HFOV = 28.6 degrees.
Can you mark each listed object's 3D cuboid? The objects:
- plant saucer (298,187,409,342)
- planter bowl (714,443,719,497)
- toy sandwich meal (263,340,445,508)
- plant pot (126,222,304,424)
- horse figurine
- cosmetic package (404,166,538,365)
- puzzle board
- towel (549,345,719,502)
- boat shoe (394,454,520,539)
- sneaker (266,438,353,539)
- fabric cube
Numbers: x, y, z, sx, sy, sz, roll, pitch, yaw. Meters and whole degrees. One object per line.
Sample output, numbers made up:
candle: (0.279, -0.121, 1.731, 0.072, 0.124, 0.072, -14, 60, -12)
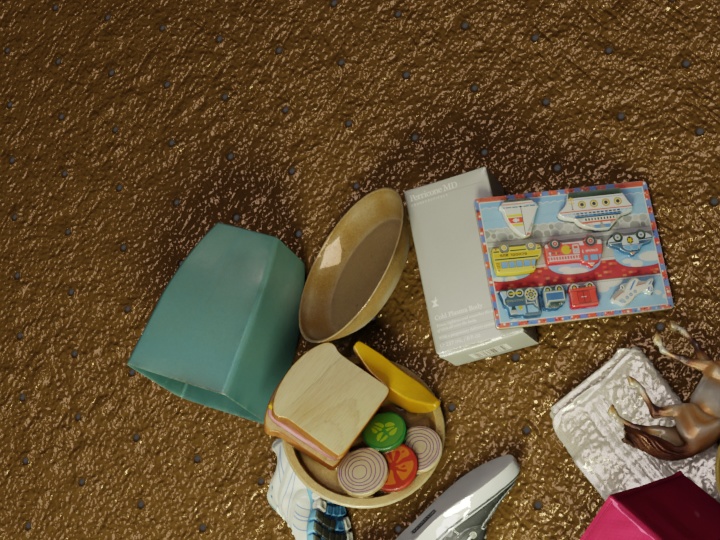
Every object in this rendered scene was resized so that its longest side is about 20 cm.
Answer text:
plant saucer: (0.000, 0.000, 1.633, 0.200, 0.035, 0.201, -45, 28, 32)
planter bowl: (0.449, 0.220, 1.384, 0.199, 0.084, 0.201, -7, 49, 8)
toy sandwich meal: (-0.002, 0.166, 1.579, 0.204, 0.070, 0.206, 0, 59, 0)
plant pot: (-0.153, 0.057, 1.678, 0.141, 0.141, 0.201, 13, 75, 25)
horse figurine: (0.343, 0.131, 1.462, 0.132, 0.050, 0.200, 32, 60, 18)
cosmetic package: (0.125, -0.004, 1.598, 0.106, 0.090, 0.201, -18, 73, 16)
puzzle board: (0.232, -0.019, 1.545, 0.199, 0.017, 0.152, -6, 72, -8)
towel: (0.301, 0.189, 1.501, 0.132, 0.034, 0.200, -42, 65, 9)
boat shoe: (0.106, 0.285, 1.544, 0.200, 0.072, 0.068, -42, 99, -7)
sneaker: (-0.064, 0.274, 1.619, 0.086, 0.075, 0.201, -23, 55, 26)
fabric cube: (0.298, 0.337, 1.348, 0.199, 0.196, 0.201, 41, 111, 27)
